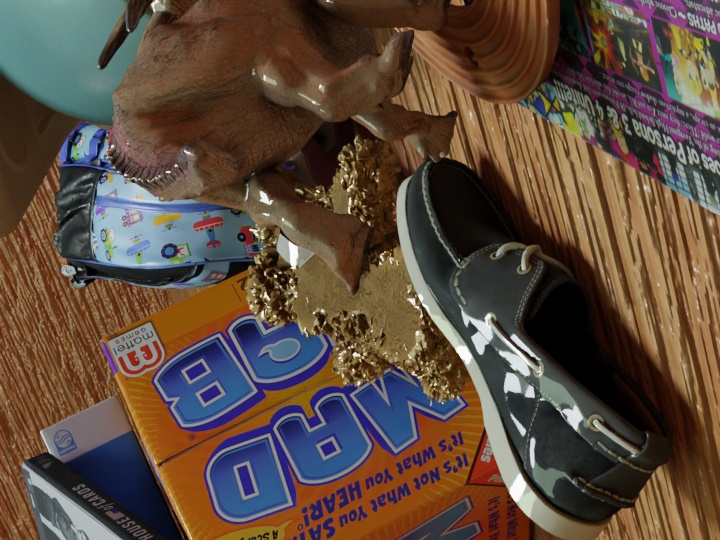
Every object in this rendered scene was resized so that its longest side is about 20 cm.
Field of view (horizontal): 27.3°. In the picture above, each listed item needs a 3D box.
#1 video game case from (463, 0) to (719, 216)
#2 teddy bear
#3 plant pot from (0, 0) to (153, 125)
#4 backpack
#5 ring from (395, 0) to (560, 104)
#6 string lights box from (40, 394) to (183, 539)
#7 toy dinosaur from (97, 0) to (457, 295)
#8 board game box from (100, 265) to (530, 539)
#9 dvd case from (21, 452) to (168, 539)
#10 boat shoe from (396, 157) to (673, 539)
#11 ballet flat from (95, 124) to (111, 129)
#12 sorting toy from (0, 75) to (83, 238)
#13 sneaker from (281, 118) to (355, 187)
[{"bbox_3d":[0.068,-0.118,0.433,0.200,0.035,0.183,-135,25,-63],"label":"video game case"},{"bbox_3d":[0.000,0.000,0.829,0.199,0.066,0.147,-3,94,53],"label":"teddy bear"},{"bbox_3d":[-0.097,-0.173,0.717,0.161,0.199,0.203,11,125,67],"label":"plant pot"},{"bbox_3d":[-0.130,-0.052,1.160,0.199,0.180,0.137,6,98,57],"label":"backpack"},{"bbox_3d":[0.007,-0.145,0.475,0.202,0.019,0.201,56,170,15],"label":"ring"},{"bbox_3d":[-0.150,0.191,1.010,0.202,0.058,0.103,65,167,4],"label":"string lights box"},{"bbox_3d":[-0.044,-0.066,0.490,0.201,0.134,0.087,-58,-20,-52],"label":"toy dinosaur"},{"bbox_3d":[-0.023,0.128,0.955,0.201,0.198,0.201,58,167,33],"label":"board game box"},{"bbox_3d":[-0.140,0.211,0.903,0.199,0.025,0.152,21,126,49],"label":"dvd case"},{"bbox_3d":[0.076,0.019,0.662,0.068,0.071,0.201,-55,44,35],"label":"boat shoe"},{"bbox_3d":[-0.139,-0.112,0.939,0.199,0.074,0.075,26,-155,-51],"label":"ballet flat"},{"bbox_3d":[-0.216,-0.137,0.843,0.201,0.036,0.187,-79,-23,-64],"label":"sorting toy"},{"bbox_3d":[-0.076,-0.136,0.888,0.087,0.081,0.202,-4,117,33],"label":"sneaker"}]
